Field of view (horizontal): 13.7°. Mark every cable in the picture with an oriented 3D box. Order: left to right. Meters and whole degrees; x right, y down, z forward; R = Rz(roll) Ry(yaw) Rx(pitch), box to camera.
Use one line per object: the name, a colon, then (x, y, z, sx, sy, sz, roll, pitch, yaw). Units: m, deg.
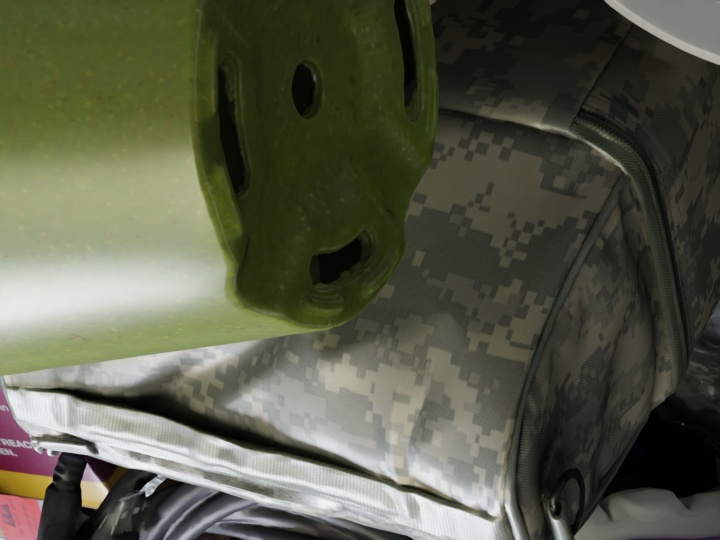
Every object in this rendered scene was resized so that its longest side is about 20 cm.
cable: (-0.039, 0.152, 0.998, 0.163, 0.051, 0.200, 14, 107, 14)

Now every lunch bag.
lunch bag: (0.000, 0.000, 0.927, 0.200, 0.168, 0.139, 14, 143, 23)

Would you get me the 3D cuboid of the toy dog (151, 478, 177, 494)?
toy dog: (-0.035, 0.177, 1.216, 0.200, 0.140, 0.194, 41, 132, -15)

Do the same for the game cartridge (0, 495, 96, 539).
game cartridge: (-0.173, 0.083, 1.288, 0.133, 0.041, 0.200, 18, 144, 25)

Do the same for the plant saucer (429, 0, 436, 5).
plant saucer: (-0.062, -0.130, 0.829, 0.200, 0.029, 0.200, 23, 165, 6)

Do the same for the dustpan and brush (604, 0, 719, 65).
dustpan and brush: (0.078, -0.101, 0.832, 0.200, 0.057, 0.140, 10, 143, 47)

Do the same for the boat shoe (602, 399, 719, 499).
boat shoe: (0.105, 0.077, 1.045, 0.200, 0.070, 0.066, 46, 146, -9)

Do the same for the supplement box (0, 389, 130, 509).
supplement box: (-0.128, -0.033, 1.017, 0.103, 0.131, 0.200, 5, 140, 34)

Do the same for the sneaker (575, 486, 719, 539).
sneaker: (0.137, 0.113, 0.974, 0.081, 0.200, 0.083, 113, 141, -53)

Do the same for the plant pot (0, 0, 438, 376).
plant pot: (-0.087, -0.048, 0.795, 0.190, 0.200, 0.200, 1, 137, 29)

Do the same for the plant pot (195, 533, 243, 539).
plant pot: (-0.002, 0.132, 1.079, 0.201, 0.201, 0.093, 19, 135, 17)
